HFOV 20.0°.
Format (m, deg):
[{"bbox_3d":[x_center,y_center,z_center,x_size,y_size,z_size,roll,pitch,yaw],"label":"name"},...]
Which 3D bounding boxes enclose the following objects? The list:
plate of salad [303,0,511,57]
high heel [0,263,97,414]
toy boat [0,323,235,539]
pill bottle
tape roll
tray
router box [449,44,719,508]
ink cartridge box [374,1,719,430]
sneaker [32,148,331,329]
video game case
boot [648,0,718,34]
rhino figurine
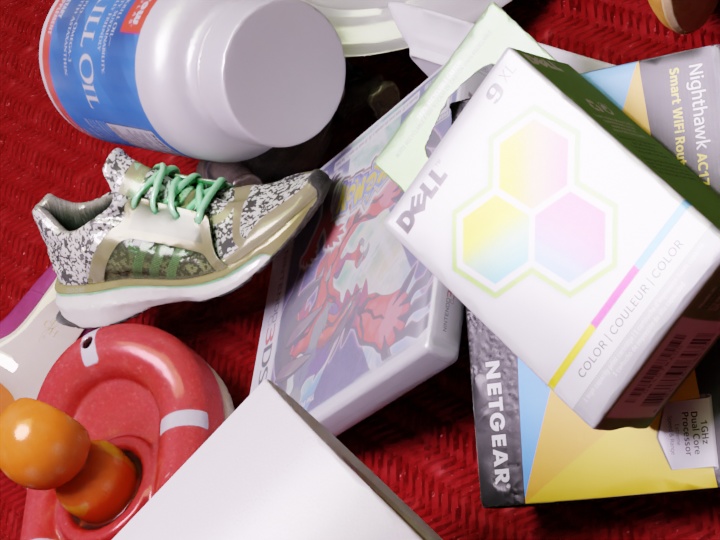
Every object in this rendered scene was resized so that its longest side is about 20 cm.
[{"bbox_3d":[0.027,-0.182,1.280,0.200,0.048,0.200,-12,35,9],"label":"plate of salad"},{"bbox_3d":[-0.202,0.044,1.300,0.200,0.067,0.096,-58,-6,11],"label":"high heel"},{"bbox_3d":[-0.148,0.111,1.117,0.130,0.131,0.200,-23,44,24],"label":"toy boat"},{"bbox_3d":[-0.097,-0.122,1.194,0.200,0.112,0.112,12,64,54],"label":"pill bottle"},{"bbox_3d":[-0.017,0.166,0.901,0.139,0.203,0.203,-46,39,-2],"label":"tape roll"},{"bbox_3d":[0.098,-0.089,1.098,0.200,0.107,0.022,25,78,49],"label":"tray"},{"bbox_3d":[0.122,0.007,0.967,0.149,0.051,0.201,-10,80,34],"label":"router box"},{"bbox_3d":[0.082,-0.031,0.930,0.200,0.059,0.104,46,111,28],"label":"ink cartridge box"},{"bbox_3d":[-0.110,-0.030,1.158,0.200,0.089,0.077,-18,24,28],"label":"sneaker"},{"bbox_3d":[0.000,0.000,1.098,0.200,0.023,0.183,-36,38,50],"label":"video game case"},{"bbox_3d":[0.133,-0.193,1.173,0.144,0.071,0.201,-6,39,22],"label":"boot"},{"bbox_3d":[-0.067,-0.058,1.251,0.200,0.060,0.087,-47,30,1],"label":"rhino figurine"}]
